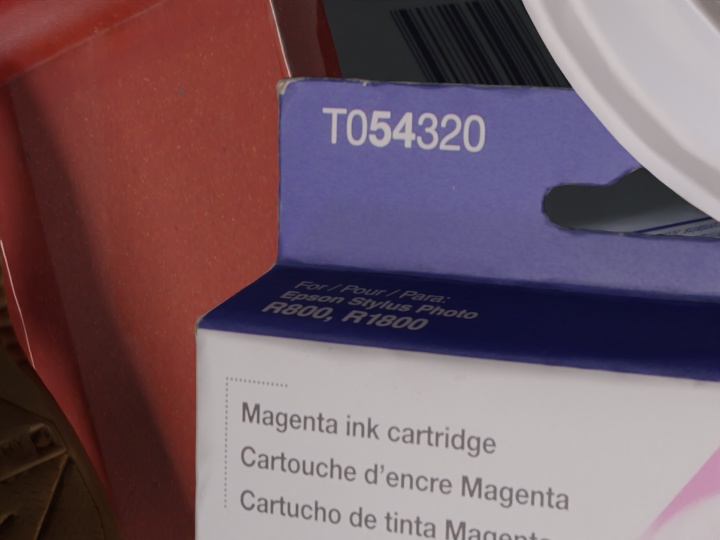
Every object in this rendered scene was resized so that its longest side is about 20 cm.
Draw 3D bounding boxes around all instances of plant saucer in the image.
[{"bbox_3d":[-0.051,0.015,0.746,0.200,0.037,0.200,-19,86,52],"label":"plant saucer"}]

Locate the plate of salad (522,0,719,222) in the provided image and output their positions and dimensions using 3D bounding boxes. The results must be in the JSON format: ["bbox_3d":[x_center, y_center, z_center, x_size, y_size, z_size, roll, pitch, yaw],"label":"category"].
[{"bbox_3d":[0.121,-0.096,0.545,0.199,0.048,0.201,1,93,16],"label":"plate of salad"}]

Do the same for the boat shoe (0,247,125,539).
[{"bbox_3d":[-0.131,0.018,0.759,0.064,0.071,0.201,-34,75,48],"label":"boat shoe"}]

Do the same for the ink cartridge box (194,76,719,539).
[{"bbox_3d":[0.052,0.062,0.606,0.196,0.043,0.201,4,99,32],"label":"ink cartridge box"}]

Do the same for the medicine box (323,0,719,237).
[{"bbox_3d":[0.000,0.000,0.854,0.200,0.182,0.103,-48,62,45],"label":"medicine box"}]
